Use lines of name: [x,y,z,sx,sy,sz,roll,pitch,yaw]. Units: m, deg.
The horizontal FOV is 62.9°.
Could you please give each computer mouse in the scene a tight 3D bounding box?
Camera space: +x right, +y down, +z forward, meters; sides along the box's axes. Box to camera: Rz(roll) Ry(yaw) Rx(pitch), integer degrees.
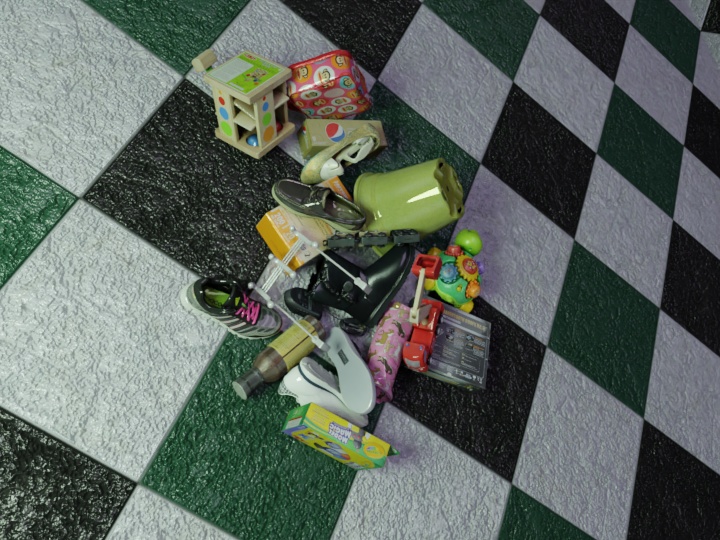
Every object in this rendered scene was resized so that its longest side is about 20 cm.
computer mouse: [-0.072,0.091,1.198,0.198,0.034,0.059,28,35,-22]

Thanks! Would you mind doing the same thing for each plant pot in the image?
plant pot: [0.115,-0.143,1.253,0.200,0.182,0.204,33,48,-46]

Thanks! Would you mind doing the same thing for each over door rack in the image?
over door rack: [-0.097,0.029,1.091,0.199,0.067,0.149,38,88,13]

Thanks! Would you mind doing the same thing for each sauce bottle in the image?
sauce bottle: [-0.152,0.162,1.102,0.199,0.065,0.065,-37,90,-34]

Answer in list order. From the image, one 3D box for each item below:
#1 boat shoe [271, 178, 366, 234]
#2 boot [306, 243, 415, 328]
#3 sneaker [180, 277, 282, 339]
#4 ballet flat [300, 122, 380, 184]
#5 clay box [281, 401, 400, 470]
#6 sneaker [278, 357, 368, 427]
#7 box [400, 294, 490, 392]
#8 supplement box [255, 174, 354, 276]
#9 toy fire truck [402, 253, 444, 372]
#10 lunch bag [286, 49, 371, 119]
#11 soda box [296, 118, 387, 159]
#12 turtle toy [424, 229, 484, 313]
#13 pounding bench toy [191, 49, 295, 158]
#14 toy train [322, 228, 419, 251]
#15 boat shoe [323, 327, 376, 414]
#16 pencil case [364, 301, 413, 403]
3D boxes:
boat shoe: [-0.077,-0.137,1.165,0.197,0.065,0.074,21,63,-11]
boot: [0.000,0.000,1.182,0.167,0.076,0.202,30,95,-24]
sneaker: [-0.229,0.067,1.082,0.197,0.087,0.075,25,61,-18]
ballet flat: [-0.039,-0.243,1.272,0.199,0.071,0.071,-37,90,-5]
clay box: [-0.035,0.313,1.078,0.198,0.115,0.048,32,59,-13]
sneaker: [-0.065,0.246,1.120,0.080,0.077,0.200,-44,115,7]
box: [0.191,0.161,1.300,0.197,0.048,0.161,22,61,-20]
supplement box: [-0.099,-0.096,1.225,0.199,0.073,0.127,-35,90,-34]
toy fire truck: [0.125,0.086,1.177,0.141,0.048,0.203,55,49,-56]
lunch bag: [-0.078,-0.386,1.273,0.173,0.200,0.084,-15,82,13]
soda box: [-0.040,-0.298,1.342,0.197,0.064,0.069,-7,74,-30]
turtle toy: [0.227,-0.008,1.351,0.144,0.101,0.202,32,51,-14]
pounding bench toy: [-0.248,-0.347,1.207,0.198,0.157,0.124,30,54,22]
toy train: [0.021,-0.064,1.168,0.196,0.046,0.035,-4,112,-13]
boat shoe: [-0.011,0.190,1.123,0.056,0.068,0.201,38,17,-44]
pencil case: [0.055,0.165,1.203,0.086,0.082,0.202,38,57,-25]
